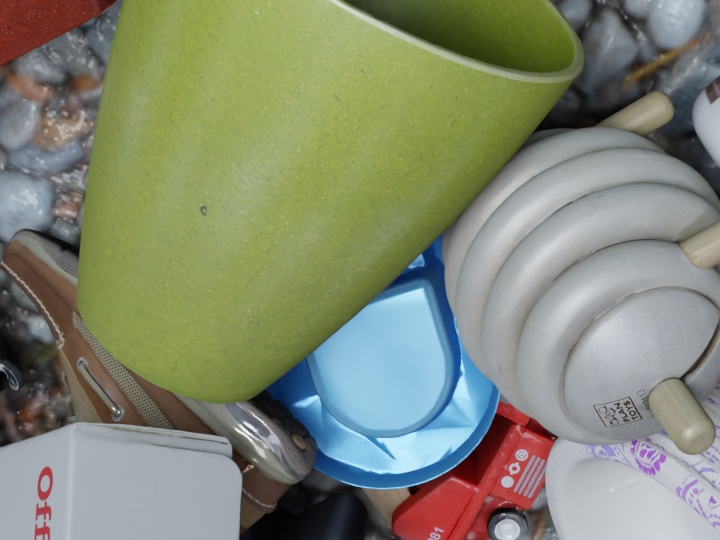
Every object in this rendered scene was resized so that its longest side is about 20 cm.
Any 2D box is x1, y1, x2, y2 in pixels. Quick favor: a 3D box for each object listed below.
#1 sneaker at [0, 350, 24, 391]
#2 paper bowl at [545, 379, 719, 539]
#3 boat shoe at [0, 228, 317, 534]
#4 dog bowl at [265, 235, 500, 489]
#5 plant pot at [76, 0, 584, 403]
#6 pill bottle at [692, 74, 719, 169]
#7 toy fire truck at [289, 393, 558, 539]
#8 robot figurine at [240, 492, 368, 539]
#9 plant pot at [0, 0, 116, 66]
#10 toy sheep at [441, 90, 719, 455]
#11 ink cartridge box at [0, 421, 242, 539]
[{"bbox_3d":[-0.253,0.082,0.990,0.199,0.078,0.140,-33,91,15],"label":"sneaker"},{"bbox_3d":[0.187,0.129,0.949,0.104,0.200,0.202,-36,112,-19],"label":"paper bowl"},{"bbox_3d":[-0.108,0.051,0.944,0.072,0.200,0.076,-54,146,5],"label":"boat shoe"},{"bbox_3d":[0.000,0.000,0.959,0.111,0.050,0.202,-16,95,10],"label":"dog bowl"},{"bbox_3d":[-0.036,-0.050,0.854,0.186,0.188,0.201,25,113,-10],"label":"plant pot"},{"bbox_3d":[0.252,-0.099,0.907,0.109,0.109,0.200,41,108,-16],"label":"pill bottle"},{"bbox_3d":[0.018,0.100,1.028,0.140,0.049,0.201,24,110,-8],"label":"toy fire truck"},{"bbox_3d":[-0.068,0.188,0.976,0.199,0.151,0.125,-35,151,16],"label":"robot figurine"},{"bbox_3d":[-0.194,-0.177,0.841,0.199,0.200,0.177,-26,118,11],"label":"plant pot"},{"bbox_3d":[0.103,0.005,0.866,0.137,0.200,0.139,-9,124,-14],"label":"toy sheep"},{"bbox_3d":[-0.140,0.153,0.877,0.084,0.146,0.199,12,160,-37],"label":"ink cartridge box"}]
